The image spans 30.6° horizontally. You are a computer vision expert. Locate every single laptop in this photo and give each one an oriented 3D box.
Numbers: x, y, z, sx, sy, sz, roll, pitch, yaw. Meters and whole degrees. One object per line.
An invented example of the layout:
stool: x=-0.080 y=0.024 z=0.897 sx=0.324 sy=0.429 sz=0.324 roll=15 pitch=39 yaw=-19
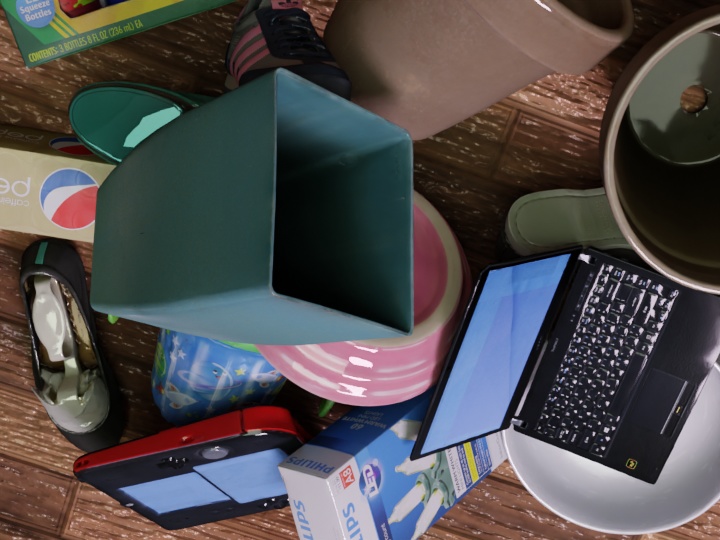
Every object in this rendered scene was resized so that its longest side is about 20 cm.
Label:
laptop: x=0.163 y=0.084 z=0.997 sx=0.198 sy=0.104 sz=0.179 roll=21 pitch=119 yaw=4

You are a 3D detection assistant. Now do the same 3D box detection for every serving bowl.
serving bowl: x=0.218 y=0.118 z=1.094 sx=0.197 sy=0.066 sz=0.203 roll=6 pitch=115 yaw=12

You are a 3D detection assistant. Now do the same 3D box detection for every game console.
game console: x=-0.116 y=0.168 z=1.073 sx=0.174 sy=0.031 sz=0.200 roll=-18 pitch=153 yaw=7

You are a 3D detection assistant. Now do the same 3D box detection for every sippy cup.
sippy cup: x=-0.107 y=0.059 z=1.053 sx=0.178 sy=0.139 sz=0.131 roll=43 pitch=124 yaw=29

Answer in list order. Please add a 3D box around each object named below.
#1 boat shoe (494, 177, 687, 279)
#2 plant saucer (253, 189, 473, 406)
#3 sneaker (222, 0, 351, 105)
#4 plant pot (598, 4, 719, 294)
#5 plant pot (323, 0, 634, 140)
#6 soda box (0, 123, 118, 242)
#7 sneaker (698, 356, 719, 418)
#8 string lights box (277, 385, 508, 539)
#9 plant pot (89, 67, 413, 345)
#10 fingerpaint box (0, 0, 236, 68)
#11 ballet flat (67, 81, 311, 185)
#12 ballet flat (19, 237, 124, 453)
boat shoe: x=0.205 y=-0.030 z=1.053 sx=0.198 sy=0.073 sz=0.061 roll=-1 pitch=156 yaw=-12
plant saucer: x=0.000 y=0.000 z=0.994 sx=0.198 sy=0.203 sz=0.051 roll=22 pitch=146 yaw=-9
sneaker: x=-0.056 y=-0.159 z=0.932 sx=0.069 sy=0.200 sz=0.083 roll=4 pitch=101 yaw=-23
plant pot: x=0.261 y=-0.107 z=0.962 sx=0.197 sy=0.174 sz=0.203 roll=0 pitch=111 yaw=-1
plant pot: x=0.066 y=-0.189 z=0.937 sx=0.200 sy=0.201 sz=0.174 roll=42 pitch=122 yaw=-15
soda box: x=-0.255 y=-0.070 z=1.032 sx=0.197 sy=0.064 sz=0.069 roll=9 pitch=111 yaw=-4
sneaker: x=0.336 y=0.043 z=1.062 sx=0.075 sy=0.092 sz=0.202 roll=23 pitch=110 yaw=-9
string lights box: x=0.031 y=0.152 z=1.053 sx=0.058 sy=0.199 sz=0.104 roll=5 pitch=119 yaw=43
plant pot: x=-0.083 y=-0.024 z=0.887 sx=0.198 sy=0.140 sz=0.143 roll=-12 pitch=70 yaw=38
fingerpaint box: x=-0.176 y=-0.261 z=0.955 sx=0.197 sy=0.074 sz=0.169 roll=-16 pitch=110 yaw=5
ballet flat: x=-0.120 y=-0.102 z=0.995 sx=0.197 sy=0.070 sz=0.068 roll=11 pitch=105 yaw=7
ballet flat: x=-0.245 y=0.074 z=1.084 sx=0.067 sy=0.069 sz=0.203 roll=-11 pitch=111 yaw=3
